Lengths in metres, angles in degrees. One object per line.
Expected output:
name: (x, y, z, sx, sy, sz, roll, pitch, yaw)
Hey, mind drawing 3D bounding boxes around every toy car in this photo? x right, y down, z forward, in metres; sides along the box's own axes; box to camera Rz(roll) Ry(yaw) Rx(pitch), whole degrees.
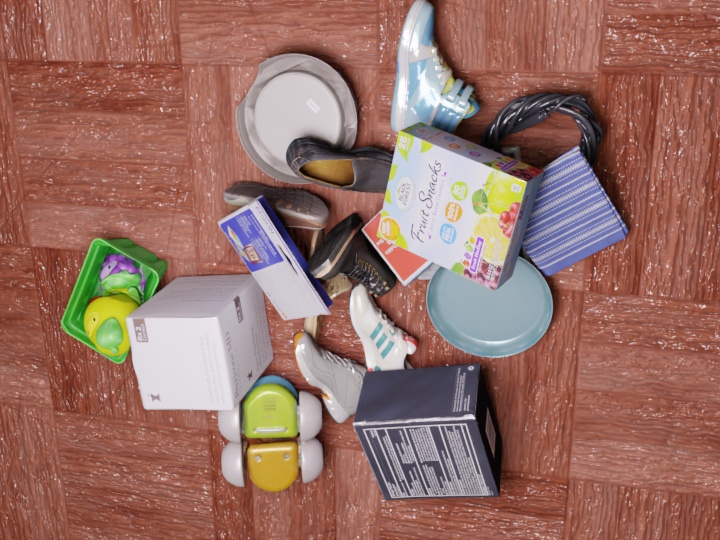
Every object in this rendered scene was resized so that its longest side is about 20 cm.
toy car: (-0.152, 0.272, 1.535, 0.173, 0.150, 0.202, -2, 113, -2)

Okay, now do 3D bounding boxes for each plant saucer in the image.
plant saucer: (0.204, 0.048, 1.405, 0.198, 0.027, 0.202, 7, 120, 12)

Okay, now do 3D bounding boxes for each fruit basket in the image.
fruit basket: (-0.427, 0.064, 1.513, 0.155, 0.216, 0.217, 30, 114, 4)

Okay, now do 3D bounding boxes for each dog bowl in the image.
dog bowl: (-0.093, -0.240, 1.389, 0.198, 0.059, 0.202, 5, 110, 14)

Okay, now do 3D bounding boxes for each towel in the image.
towel: (0.293, -0.081, 1.294, 0.144, 0.024, 0.200, -29, 131, 17)

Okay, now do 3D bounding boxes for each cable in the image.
cable: (0.259, -0.176, 1.301, 0.163, 0.051, 0.201, 32, 115, 5)

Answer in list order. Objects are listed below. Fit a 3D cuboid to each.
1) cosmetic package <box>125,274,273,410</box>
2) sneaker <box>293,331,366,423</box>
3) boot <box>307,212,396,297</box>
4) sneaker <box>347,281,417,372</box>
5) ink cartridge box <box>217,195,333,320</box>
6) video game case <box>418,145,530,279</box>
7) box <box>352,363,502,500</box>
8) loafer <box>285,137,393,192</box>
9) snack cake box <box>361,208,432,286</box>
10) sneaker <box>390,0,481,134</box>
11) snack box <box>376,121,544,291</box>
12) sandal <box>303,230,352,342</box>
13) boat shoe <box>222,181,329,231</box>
cosmetic package: (-0.261, 0.115, 1.480, 0.164, 0.200, 0.166, -2, 110, 15)
sneaker: (-0.042, 0.166, 1.498, 0.091, 0.076, 0.201, -26, 125, 9)
boot: (0.000, 0.000, 1.370, 0.077, 0.200, 0.139, -32, 102, 26)
sneaker: (0.045, 0.103, 1.465, 0.093, 0.070, 0.201, -10, 110, 16)
ink cartridge box: (-0.123, -0.017, 1.362, 0.198, 0.047, 0.200, 58, 153, -9)
video game case: (0.167, -0.087, 1.388, 0.181, 0.023, 0.202, -3, 106, 17)
box: (0.114, 0.263, 1.439, 0.197, 0.124, 0.201, -7, 128, 17)
loafer: (-0.014, -0.145, 1.340, 0.198, 0.072, 0.073, 6, 120, -13)
snack cake box: (0.107, -0.082, 1.341, 0.115, 0.067, 0.200, 51, 128, 4)
sneaker: (0.120, -0.291, 1.302, 0.130, 0.080, 0.201, 14, 121, 13)
snack box: (0.133, -0.091, 1.236, 0.199, 0.068, 0.170, 26, 122, 25)
sandal: (-0.048, 0.028, 1.464, 0.069, 0.078, 0.213, 11, 119, 7)
boat shoe: (-0.134, -0.091, 1.439, 0.199, 0.076, 0.072, 16, 123, 31)
